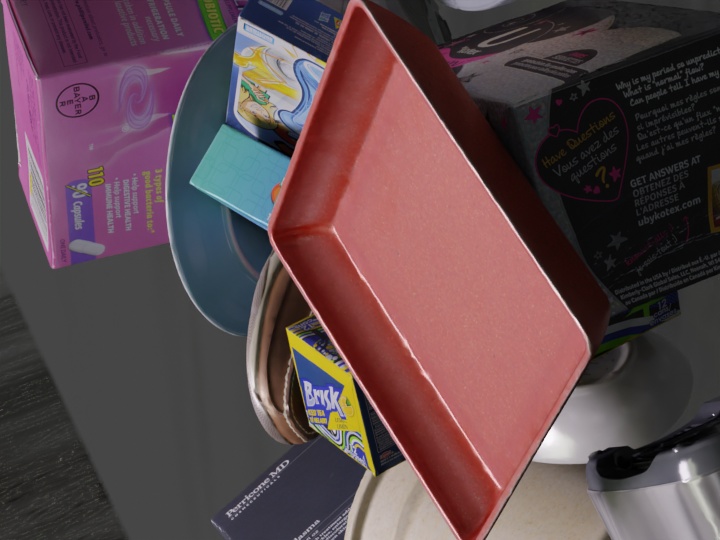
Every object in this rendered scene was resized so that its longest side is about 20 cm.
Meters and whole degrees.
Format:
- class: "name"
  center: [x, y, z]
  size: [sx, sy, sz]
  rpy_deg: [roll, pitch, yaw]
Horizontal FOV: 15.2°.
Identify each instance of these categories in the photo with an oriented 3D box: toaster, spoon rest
- class: "toaster"
  center: [0.192, 0.125, 1.258]
  size: [0.130, 0.113, 0.200]
  rpy_deg: [66, 164, 0]
- class: "spoon rest"
  center: [0.082, 0.066, 1.450]
  size: [0.100, 0.199, 0.061]
  rpy_deg: [-65, -31, -44]

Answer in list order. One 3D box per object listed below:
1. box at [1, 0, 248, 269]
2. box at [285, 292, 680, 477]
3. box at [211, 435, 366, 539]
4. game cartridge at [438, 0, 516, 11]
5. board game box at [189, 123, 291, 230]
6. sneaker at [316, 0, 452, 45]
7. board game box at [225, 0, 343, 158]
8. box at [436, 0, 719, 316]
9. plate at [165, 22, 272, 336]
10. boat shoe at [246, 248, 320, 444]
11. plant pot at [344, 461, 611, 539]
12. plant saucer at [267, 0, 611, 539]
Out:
- class: "box"
  center: [-0.125, -0.112, 1.780]
  size: [0.176, 0.199, 0.097]
  rpy_deg: [93, 158, -47]
- class: "box"
  center: [0.066, 0.026, 1.394]
  size: [0.070, 0.199, 0.065]
  rpy_deg: [33, 142, 51]
- class: "box"
  center: [0.035, 0.151, 1.652]
  size: [0.104, 0.200, 0.182]
  rpy_deg: [52, 174, -24]
- class: "game cartridge"
  center: [0.063, -0.208, 1.438]
  size: [0.134, 0.041, 0.200]
  rpy_deg: [67, 166, -2]
- class: "board game box"
  center: [0.016, -0.008, 1.579]
  size: [0.200, 0.045, 0.152]
  rpy_deg: [28, 178, 37]
- class: "sneaker"
  center: [0.000, -0.141, 1.585]
  size: [0.078, 0.099, 0.201]
  rpy_deg: [-95, -13, -60]
- class: "board game box"
  center: [0.019, -0.080, 1.546]
  size: [0.199, 0.035, 0.135]
  rpy_deg: [28, 157, 7]
- class: "box"
  center: [0.103, -0.058, 1.292]
  size: [0.200, 0.132, 0.115]
  rpy_deg: [-158, 50, -70]
- class: "plate"
  center: [-0.054, -0.058, 1.674]
  size: [0.025, 0.200, 0.201]
  rpy_deg: [5, 122, 31]
- class: "boat shoe"
  center: [0.000, 0.000, 1.432]
  size: [0.072, 0.201, 0.076]
  rpy_deg: [6, 155, 34]
- class: "plant pot"
  center: [0.121, 0.170, 1.473]
  size: [0.183, 0.200, 0.201]
  rpy_deg: [12, 121, 59]
- class: "plant saucer"
  center: [0.038, 0.001, 1.238]
  size: [0.200, 0.037, 0.200]
  rpy_deg: [58, 152, 22]
